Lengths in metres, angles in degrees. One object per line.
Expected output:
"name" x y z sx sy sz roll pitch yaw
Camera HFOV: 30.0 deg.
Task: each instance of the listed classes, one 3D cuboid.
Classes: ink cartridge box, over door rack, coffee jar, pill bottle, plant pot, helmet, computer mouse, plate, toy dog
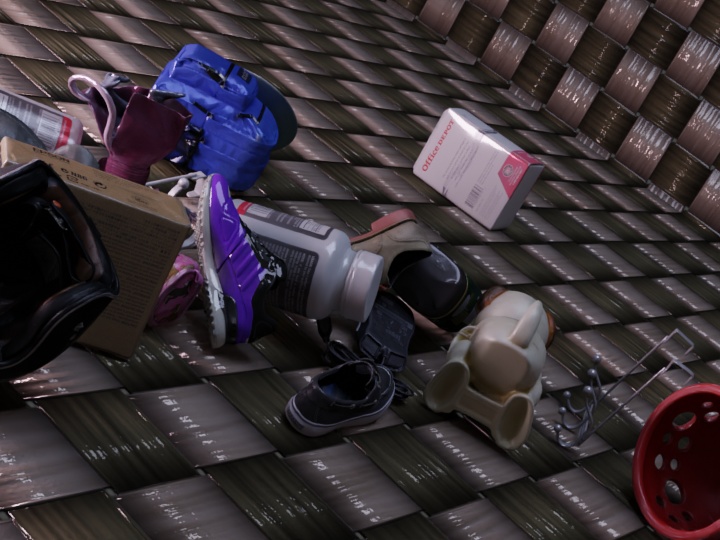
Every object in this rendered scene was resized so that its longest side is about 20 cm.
"ink cartridge box" -0.296 -0.021 1.360 0.199 0.166 0.075 20 19 -26
"over door rack" 0.348 0.147 1.800 0.067 0.199 0.148 54 21 -4
"coffee jar" 0.103 0.023 1.838 0.104 0.085 0.200 40 1 17
"pill bottle" -0.438 -0.162 1.583 0.199 0.111 0.111 21 21 -22
"pill bottle" -0.078 -0.006 1.624 0.198 0.112 0.111 17 18 8
"plant pot" 0.477 0.260 1.704 0.181 0.201 0.201 20 22 -32
"helmet" -0.332 0.009 1.206 0.201 0.190 0.200 60 1 -1
"over door rack" -0.224 -0.090 1.750 0.148 0.067 0.199 41 23 26
"computer mouse" 0.001 0.085 1.699 0.140 0.046 0.201 28 31 -16
"plate" -0.193 -0.243 2.072 0.199 0.200 0.026 27 59 -8
"toy dog" 0.178 0.095 1.713 0.138 0.195 0.200 19 25 8
"ink cartridge box" 0.219 -0.191 2.507 0.200 0.147 0.083 39 21 23

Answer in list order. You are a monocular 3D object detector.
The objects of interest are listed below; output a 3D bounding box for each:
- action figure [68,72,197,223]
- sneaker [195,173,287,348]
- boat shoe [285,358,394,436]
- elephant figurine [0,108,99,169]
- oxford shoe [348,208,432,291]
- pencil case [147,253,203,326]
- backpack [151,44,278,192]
"action figure" -0.273 -0.121 1.587 0.133 0.202 0.148 24 15 32
"sneaker" -0.134 -0.013 1.540 0.099 0.202 0.070 -4 -11 -12
"boat shoe" -0.010 0.131 1.517 0.070 0.066 0.199 49 28 20
"elephant figurine" -0.346 -0.084 1.454 0.199 0.156 0.142 20 53 9
"oxford shoe" 0.000 0.000 1.718 0.075 0.199 0.071 54 -5 27
"pencil case" -0.266 -0.022 1.516 0.200 0.087 0.083 40 32 21
"backpack" -0.214 -0.216 1.950 0.199 0.168 0.163 31 25 -10
